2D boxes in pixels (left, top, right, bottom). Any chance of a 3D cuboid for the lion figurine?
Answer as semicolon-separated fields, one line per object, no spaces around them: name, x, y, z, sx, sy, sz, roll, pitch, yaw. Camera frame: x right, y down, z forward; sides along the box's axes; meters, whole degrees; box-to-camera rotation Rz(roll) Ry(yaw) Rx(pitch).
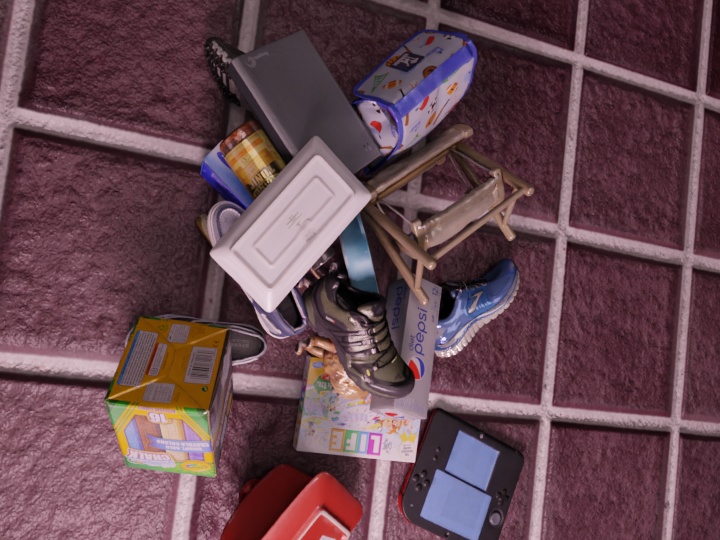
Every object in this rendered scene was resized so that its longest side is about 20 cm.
lion figurine;-0.034;0.083;0.857;0.119;0.072;0.207;18;57;-28

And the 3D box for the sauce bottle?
sauce bottle;-0.103;-0.096;0.762;0.066;0.066;0.202;-39;99;-15

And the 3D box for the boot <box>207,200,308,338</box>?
boot;-0.130;-0.006;0.765;0.072;0.090;0.204;-34;97;-23

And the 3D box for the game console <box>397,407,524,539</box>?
game console;0.167;0.349;0.956;0.196;0.031;0.181;30;80;-16

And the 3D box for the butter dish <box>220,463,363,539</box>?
butter dish;-0.117;0.350;0.808;0.201;0.146;0.202;-47;142;-16

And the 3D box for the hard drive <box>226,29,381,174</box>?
hard drive;-0.071;-0.209;0.780;0.139;0.033;0.203;-39;97;-38

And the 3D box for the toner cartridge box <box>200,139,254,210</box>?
toner cartridge box;-0.142;-0.087;0.832;0.043;0.095;0.200;-46;102;-15

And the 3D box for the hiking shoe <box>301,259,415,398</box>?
hiking shoe;0.008;0.084;0.771;0.200;0.101;0.076;45;45;-2

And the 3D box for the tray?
tray;-0.082;-0.059;0.716;0.107;0.022;0.201;43;80;-9

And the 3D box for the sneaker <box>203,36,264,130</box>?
sneaker;-0.142;-0.270;0.837;0.090;0.067;0.200;-37;73;-28

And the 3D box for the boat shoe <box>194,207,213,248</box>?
boat shoe;-0.155;-0.009;0.836;0.064;0.073;0.202;-39;100;-10

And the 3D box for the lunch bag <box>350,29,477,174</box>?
lunch bag;0.067;-0.251;0.852;0.169;0.199;0.125;-42;100;-14

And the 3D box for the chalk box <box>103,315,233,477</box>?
chalk box;-0.234;0.176;0.750;0.119;0.204;0.127;8;44;-4

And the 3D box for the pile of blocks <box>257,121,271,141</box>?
pile of blocks;-0.101;-0.134;0.842;0.082;0.063;0.199;-42;71;-12

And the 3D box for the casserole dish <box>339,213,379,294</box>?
casserole dish;0.000;0.000;0.841;0.037;0.123;0.204;-14;135;-1

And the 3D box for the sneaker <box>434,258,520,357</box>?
sneaker;0.179;0.044;0.945;0.199;0.078;0.090;-42;103;-15

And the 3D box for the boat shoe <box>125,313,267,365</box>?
boat shoe;-0.226;0.102;0.811;0.193;0.068;0.075;7;86;-18

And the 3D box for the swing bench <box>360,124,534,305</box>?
swing bench;0.109;-0.100;0.861;0.196;0.131;0.201;-34;67;-16

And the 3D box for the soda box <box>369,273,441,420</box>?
soda box;0.069;0.116;0.879;0.062;0.068;0.207;22;66;-27

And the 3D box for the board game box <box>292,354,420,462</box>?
board game box;0.001;0.214;0.902;0.193;0.034;0.140;10;85;-18
